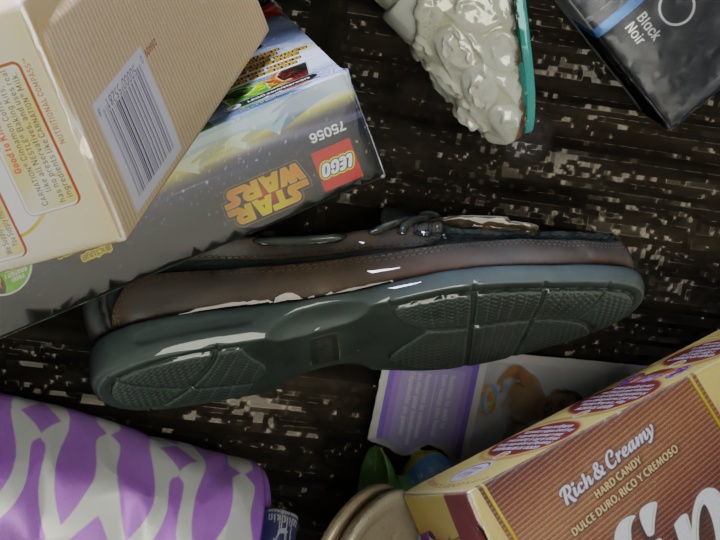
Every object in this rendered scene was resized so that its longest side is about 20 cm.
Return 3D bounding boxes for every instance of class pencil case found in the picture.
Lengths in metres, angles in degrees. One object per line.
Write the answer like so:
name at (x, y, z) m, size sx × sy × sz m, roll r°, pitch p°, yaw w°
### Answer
pencil case at (-0.128, 0.086, 0.802) m, size 0.199 × 0.084 × 0.086 m, roll 16°, pitch 62°, yaw -15°

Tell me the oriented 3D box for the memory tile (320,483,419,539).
memory tile at (-0.043, 0.177, 0.807) m, size 0.200 × 0.017 × 0.154 m, roll -42°, pitch 144°, yaw -33°

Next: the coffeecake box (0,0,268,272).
coffeecake box at (-0.146, -0.048, 0.685) m, size 0.199 × 0.154 × 0.073 m, roll -14°, pitch 113°, yaw 20°

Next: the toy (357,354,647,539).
toy at (0.097, 0.096, 0.876) m, size 0.199 × 0.047 × 0.116 m, roll 7°, pitch 106°, yaw -14°

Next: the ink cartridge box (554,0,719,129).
ink cartridge box at (0.151, -0.152, 0.821) m, size 0.200 × 0.039 × 0.100 m, roll -42°, pitch 110°, yaw 1°

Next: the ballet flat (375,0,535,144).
ballet flat at (0.015, -0.140, 0.782) m, size 0.071 × 0.072 × 0.201 m, roll -9°, pitch 100°, yaw -10°

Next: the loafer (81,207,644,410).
loafer at (0.000, 0.000, 0.818) m, size 0.199 × 0.072 × 0.063 m, roll -8°, pitch 66°, yaw -11°

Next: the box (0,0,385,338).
box at (-0.102, -0.023, 0.749) m, size 0.199 × 0.137 × 0.040 m, roll -23°, pitch 110°, yaw -5°

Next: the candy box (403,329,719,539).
candy box at (0.126, 0.089, 0.824) m, size 0.199 × 0.056 × 0.117 m, roll -24°, pitch 94°, yaw -26°
